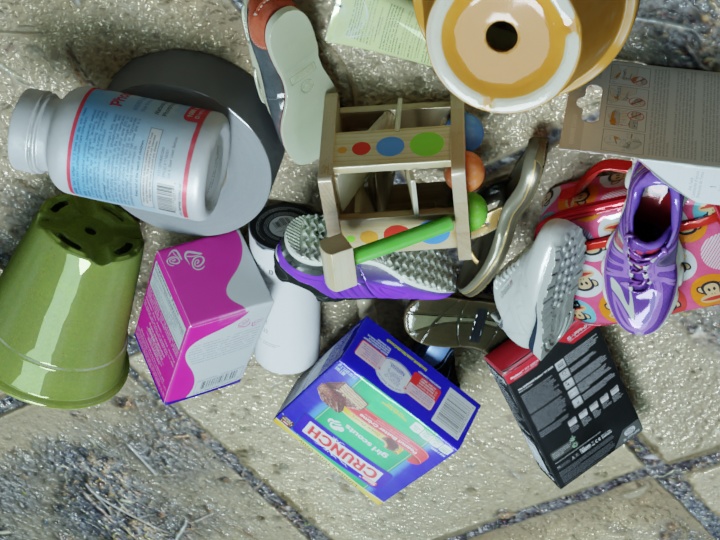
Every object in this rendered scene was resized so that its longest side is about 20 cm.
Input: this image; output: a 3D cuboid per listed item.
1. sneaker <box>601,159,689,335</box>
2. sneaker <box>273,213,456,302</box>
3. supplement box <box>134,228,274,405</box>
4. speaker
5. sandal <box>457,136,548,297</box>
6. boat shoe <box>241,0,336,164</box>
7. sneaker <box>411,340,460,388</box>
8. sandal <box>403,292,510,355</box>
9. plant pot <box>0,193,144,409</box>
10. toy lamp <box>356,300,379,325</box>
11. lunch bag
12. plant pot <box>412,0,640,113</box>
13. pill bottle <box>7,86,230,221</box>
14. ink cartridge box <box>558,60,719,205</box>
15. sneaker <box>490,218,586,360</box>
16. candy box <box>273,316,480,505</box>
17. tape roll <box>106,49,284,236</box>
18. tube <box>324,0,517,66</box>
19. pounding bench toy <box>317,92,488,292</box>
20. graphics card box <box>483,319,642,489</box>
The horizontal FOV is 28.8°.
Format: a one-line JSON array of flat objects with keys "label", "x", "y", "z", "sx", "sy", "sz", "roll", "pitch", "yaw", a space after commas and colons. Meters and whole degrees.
[{"label": "sneaker", "x": 0.267, "y": -0.021, "z": 1.330, "sx": 0.081, "sy": 0.083, "sz": 0.200, "roll": 9, "pitch": 122, "yaw": 16}, {"label": "sneaker", "x": 0.000, "y": -0.001, "z": 1.481, "sx": 0.200, "sy": 0.070, "sz": 0.100, "roll": 14, "pitch": 144, "yaw": -19}, {"label": "supplement box", "x": -0.178, "y": 0.055, "z": 1.565, "sx": 0.101, "sy": 0.103, "sz": 0.200, "roll": -16, "pitch": 157, "yaw": -25}, {"label": "speaker", "x": -0.084, "y": 0.024, "z": 1.576, "sx": 0.081, "sy": 0.081, "sz": 0.200, "roll": 9, "pitch": 134, "yaw": 8}, {"label": "sandal", "x": 0.135, "y": -0.061, "z": 1.435, "sx": 0.054, "sy": 0.080, "sz": 0.200, "roll": 19, "pitch": 131, "yaw": -5}, {"label": "boat shoe", "x": -0.072, "y": -0.190, "z": 1.384, "sx": 0.063, "sy": 0.071, "sz": 0.200, "roll": 39, "pitch": 157, "yaw": 36}, {"label": "sneaker", "x": 0.088, "y": 0.129, "z": 1.640, "sx": 0.078, "sy": 0.070, "sz": 0.200, "roll": 19, "pitch": 142, "yaw": -4}, {"label": "sandal", "x": 0.134, "y": 0.060, "z": 1.555, "sx": 0.200, "sy": 0.055, "sz": 0.082, "roll": 10, "pitch": 108, "yaw": -21}, {"label": "plant pot", "x": -0.329, "y": 0.022, "z": 1.588, "sx": 0.200, "sy": 0.200, "sz": 0.190, "roll": 24, "pitch": 122, "yaw": -7}, {"label": "toy lamp", "x": 0.007, "y": 0.040, "z": 1.582, "sx": 0.058, "sy": 0.058, "sz": 0.200, "roll": 0, "pitch": 133, "yaw": 16}, {"label": "lunch bag", "x": 0.283, "y": -0.038, "z": 1.419, "sx": 0.200, "sy": 0.082, "sz": 0.176, "roll": -13, "pitch": 123, "yaw": 27}, {"label": "plant pot", "x": 0.132, "y": -0.222, "z": 1.176, "sx": 0.200, "sy": 0.183, "sz": 0.200, "roll": 6, "pitch": 118, "yaw": 11}, {"label": "pill bottle", "x": -0.236, "y": -0.120, "z": 1.371, "sx": 0.200, "sy": 0.109, "sz": 0.109, "roll": 12, "pitch": 135, "yaw": 4}, {"label": "ink cartridge box", "x": 0.286, "y": -0.127, "z": 1.272, "sx": 0.200, "sy": 0.161, "sz": 0.050, "roll": 6, "pitch": 130, "yaw": 10}, {"label": "sneaker", "x": 0.172, "y": 0.012, "z": 1.410, "sx": 0.080, "sy": 0.076, "sz": 0.200, "roll": 37, "pitch": 149, "yaw": 23}, {"label": "candy box", "x": 0.014, "y": 0.165, "z": 1.606, "sx": 0.169, "sy": 0.077, "sz": 0.200, "roll": 38, "pitch": 144, "yaw": -5}, {"label": "tape roll", "x": -0.182, "y": -0.132, "z": 1.467, "sx": 0.200, "sy": 0.066, "sz": 0.200, "roll": 7, "pitch": 134, "yaw": 8}, {"label": "tube", "x": 0.069, "y": -0.223, "z": 1.325, "sx": 0.200, "sy": 0.058, "sz": 0.052, "roll": 17, "pitch": 173, "yaw": 3}, {"label": "pounding bench toy", "x": 0.044, "y": -0.065, "z": 1.354, "sx": 0.156, "sy": 0.200, "sz": 0.124, "roll": -3, "pitch": 137, "yaw": 6}, {"label": "graphics card box", "x": 0.231, "y": 0.138, "z": 1.573, "sx": 0.125, "sy": 0.051, "sz": 0.200, "roll": -35, "pitch": 124, "yaw": -8}]
